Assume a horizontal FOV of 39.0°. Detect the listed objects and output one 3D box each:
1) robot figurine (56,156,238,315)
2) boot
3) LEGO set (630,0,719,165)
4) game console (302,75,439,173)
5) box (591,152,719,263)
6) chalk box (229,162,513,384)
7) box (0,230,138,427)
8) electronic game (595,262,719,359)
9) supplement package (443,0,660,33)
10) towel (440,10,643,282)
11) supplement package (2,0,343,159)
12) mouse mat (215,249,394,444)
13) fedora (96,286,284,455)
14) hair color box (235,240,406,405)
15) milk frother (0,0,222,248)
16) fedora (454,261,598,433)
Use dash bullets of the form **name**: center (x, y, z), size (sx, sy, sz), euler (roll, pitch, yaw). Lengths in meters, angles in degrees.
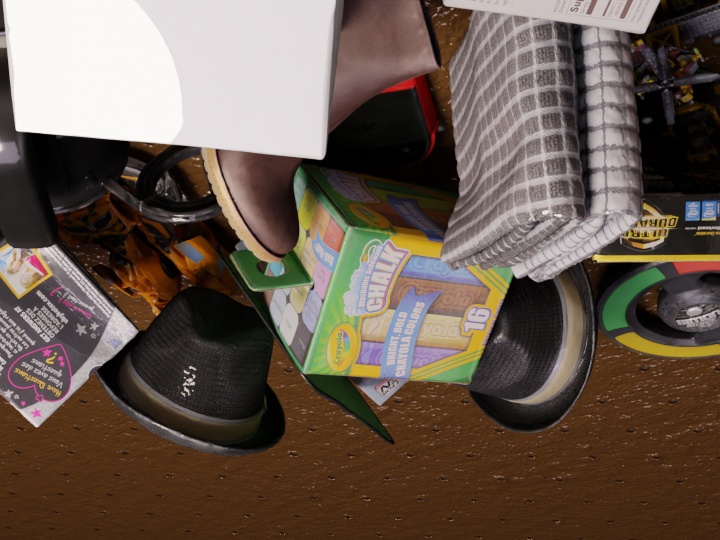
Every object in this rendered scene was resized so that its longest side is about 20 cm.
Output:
- **robot figurine**: center (-0.202, -0.029, 0.929), size (0.143, 0.059, 0.200), euler (-14, 144, 25)
- **boot**: center (-0.026, -0.114, 0.677), size (0.164, 0.072, 0.203), euler (-10, 102, 19)
- **LEGO set**: center (0.273, -0.126, 0.667), size (0.197, 0.118, 0.154), euler (-10, 145, 21)
- **game console**: center (-0.048, -0.137, 0.779), size (0.196, 0.031, 0.178), euler (-7, 141, 16)
- **box**: center (0.241, -0.050, 0.739), size (0.157, 0.200, 0.050), euler (1, 104, 8)
- **chalk box**: center (0.000, 0.000, 0.795), size (0.197, 0.125, 0.125), euler (8, 115, -29)
- **box**: center (-0.284, 0.026, 0.854), size (0.133, 0.115, 0.200), euler (51, 169, -22)
- **electronic game**: center (0.326, 0.033, 0.979), size (0.196, 0.042, 0.201), euler (3, 147, 2)
- **supplement package**: center (0.108, -0.244, 0.469), size (0.109, 0.158, 0.201), euler (6, 148, -5)
- **towel**: center (0.106, -0.090, 0.657), size (0.084, 0.169, 0.200), euler (-2, 169, -10)
- **supplement package**: center (-0.080, -0.172, 0.521), size (0.148, 0.201, 0.154), euler (5, 119, -1)
- **mouse mat**: center (-0.046, 0.070, 0.886), size (0.008, 0.161, 0.200), euler (-39, 147, 1)
- **fedora**: center (-0.134, 0.073, 0.889), size (0.198, 0.201, 0.093), euler (20, 104, -23)
- **hair color box**: center (-0.027, 0.037, 0.963), size (0.060, 0.099, 0.200), euler (-40, 137, 1)
- **milk frother**: center (-0.180, -0.127, 0.701), size (0.197, 0.182, 0.189), euler (-17, 152, -14)
- **fedora**: center (0.113, 0.051, 0.886), size (0.090, 0.204, 0.201), euler (1, 152, -28)
